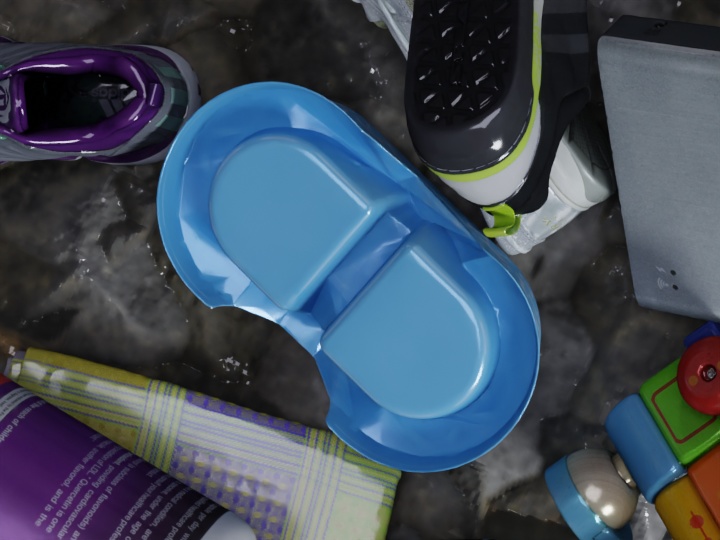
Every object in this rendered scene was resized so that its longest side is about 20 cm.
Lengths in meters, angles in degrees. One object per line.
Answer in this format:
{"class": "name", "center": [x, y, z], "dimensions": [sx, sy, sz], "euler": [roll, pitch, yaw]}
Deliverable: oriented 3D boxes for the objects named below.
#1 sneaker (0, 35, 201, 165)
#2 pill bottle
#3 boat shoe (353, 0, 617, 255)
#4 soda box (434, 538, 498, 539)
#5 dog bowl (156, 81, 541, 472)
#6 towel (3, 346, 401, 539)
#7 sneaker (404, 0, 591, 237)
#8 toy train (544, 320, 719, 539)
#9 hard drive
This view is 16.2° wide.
{"class": "sneaker", "center": [-0.177, -0.081, 1.160], "dimensions": [0.199, 0.088, 0.075], "euler": [-5, 87, 8]}
{"class": "pill bottle", "center": [-0.124, 0.131, 1.111], "dimensions": [0.200, 0.112, 0.113], "euler": [30, 93, 8]}
{"class": "boat shoe", "center": [0.036, -0.103, 1.139], "dimensions": [0.065, 0.074, 0.202], "euler": [-37, 90, 23]}
{"class": "soda box", "center": [0.042, 0.221, 1.121], "dimensions": [0.063, 0.071, 0.201], "euler": [0, 88, -12]}
{"class": "dog bowl", "center": [0.000, 0.000, 1.141], "dimensions": [0.200, 0.050, 0.112], "euler": [44, 109, 8]}
{"class": "towel", "center": [-0.089, 0.125, 1.174], "dimensions": [0.200, 0.023, 0.144], "euler": [14, 90, 8]}
{"class": "sneaker", "center": [0.063, -0.104, 1.076], "dimensions": [0.072, 0.083, 0.200], "euler": [-3, 55, 29]}
{"class": "toy train", "center": [0.168, 0.133, 1.087], "dimensions": [0.116, 0.085, 0.200], "euler": [-37, 63, 18]}
{"class": "hard drive", "center": [0.201, -0.030, 1.057], "dimensions": [0.200, 0.033, 0.140], "euler": [12, 129, 33]}
